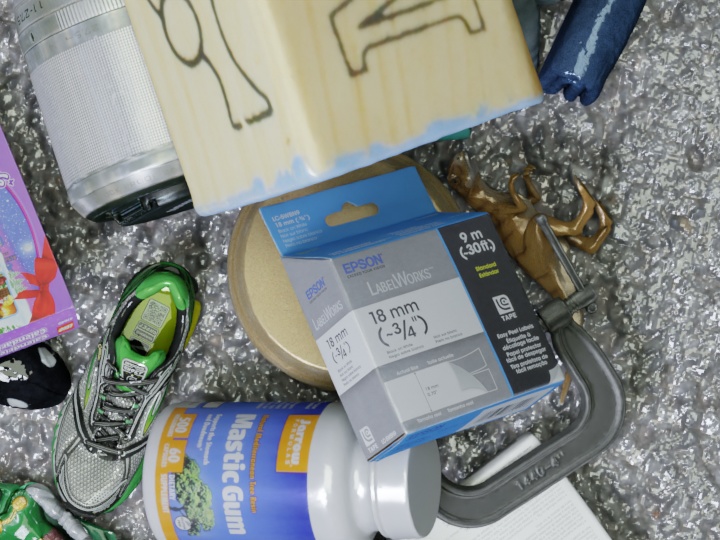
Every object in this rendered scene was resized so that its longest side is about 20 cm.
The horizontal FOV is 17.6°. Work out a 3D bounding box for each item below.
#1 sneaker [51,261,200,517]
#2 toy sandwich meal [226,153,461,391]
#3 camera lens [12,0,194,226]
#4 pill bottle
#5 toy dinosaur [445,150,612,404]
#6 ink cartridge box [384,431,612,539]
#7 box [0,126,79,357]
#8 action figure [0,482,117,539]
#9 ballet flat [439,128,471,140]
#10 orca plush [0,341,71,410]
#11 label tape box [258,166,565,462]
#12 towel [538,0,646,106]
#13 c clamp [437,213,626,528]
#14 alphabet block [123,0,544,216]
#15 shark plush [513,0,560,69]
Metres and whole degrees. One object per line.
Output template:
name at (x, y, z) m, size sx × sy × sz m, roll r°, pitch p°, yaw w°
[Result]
sneaker at (-0.179, 0.086, 1.731) m, size 0.078 × 0.085 × 0.201 m, roll 18°, pitch 87°, yaw 0°
toy sandwich meal at (0.000, 0.000, 1.751) m, size 0.204 × 0.070 × 0.207 m, roll 0°, pitch 85°, yaw 1°
camera lens at (-0.159, -0.143, 1.706) m, size 0.159 × 0.160 × 0.201 m, roll -18°, pitch 87°, yaw -2°
pill bottle at (-0.047, 0.151, 1.688) m, size 0.199 × 0.112 × 0.113 m, roll -2°, pitch 87°, yaw 20°
toy dinosaur at (0.143, -0.013, 1.766) m, size 0.106 × 0.060 × 0.201 m, roll -35°, pitch 83°, yaw 10°
ink cartridge box at (0.123, 0.248, 1.749) m, size 0.161 × 0.050 × 0.200 m, roll -37°, pitch 90°, yaw -3°
box at (-0.305, -0.024, 1.715) m, size 0.136 × 0.039 × 0.201 m, roll -20°, pitch 66°, yaw -10°
action figure at (-0.218, 0.225, 1.741) m, size 0.200 × 0.055 × 0.118 m, roll 43°, pitch 90°, yaw 5°
ballet flat at (-0.008, -0.137, 1.728) m, size 0.200 × 0.067 × 0.071 m, roll 37°, pitch 73°, yaw -21°
orca plush at (-0.305, 0.035, 1.738) m, size 0.105 × 0.071 × 0.200 m, roll -42°, pitch 88°, yaw -3°
label tape box at (0.035, 0.017, 1.640) m, size 0.144 × 0.063 × 0.201 m, roll -16°, pitch 75°, yaw -32°
towel at (0.196, -0.220, 1.741) m, size 0.048 × 0.112 × 0.201 m, roll 26°, pitch 86°, yaw -1°
c clamp at (0.106, 0.086, 1.720) m, size 0.200 × 0.027 × 0.171 m, roll -38°, pitch 100°, yaw -3°
alphabet block at (-0.027, -0.168, 1.575) m, size 0.196 × 0.195 × 0.201 m, roll -21°, pitch 95°, yaw -30°
shark plush at (0.125, -0.222, 1.719) m, size 0.083 × 0.091 × 0.201 m, roll 28°, pitch 126°, yaw 2°
